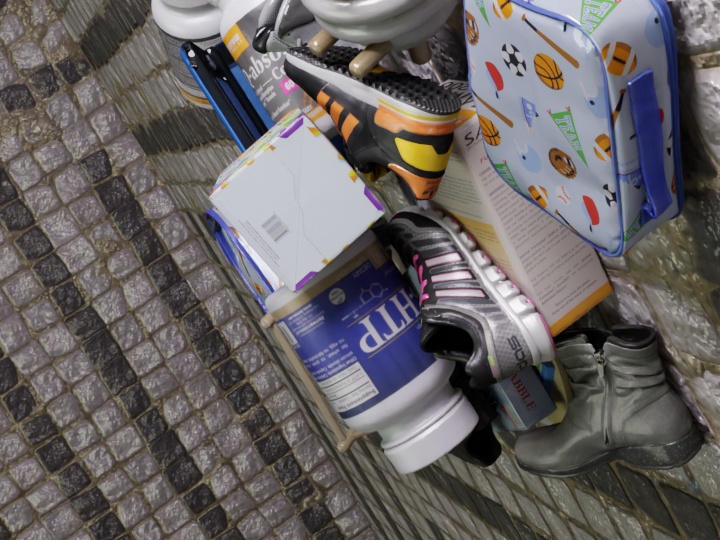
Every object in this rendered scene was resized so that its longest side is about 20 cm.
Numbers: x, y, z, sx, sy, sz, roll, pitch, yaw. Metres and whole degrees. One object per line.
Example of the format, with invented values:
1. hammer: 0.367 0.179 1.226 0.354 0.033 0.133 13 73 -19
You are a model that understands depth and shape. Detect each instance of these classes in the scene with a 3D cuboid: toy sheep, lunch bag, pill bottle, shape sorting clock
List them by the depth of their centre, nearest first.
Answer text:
1. lunch bag: 0.144 -0.109 0.727 0.160 0.075 0.201 40 158 45
2. toy sheep: 0.011 -0.223 0.811 0.138 0.138 0.200 47 172 36
3. pill bottle: 0.016 0.076 0.997 0.201 0.119 0.120 55 167 -3
4. pill bottle: -0.071 -0.229 1.116 0.201 0.116 0.116 57 167 -2
5. shape sorting clock: 0.163 0.066 1.131 0.201 0.039 0.200 57 170 16
6. pill bottle: -0.184 -0.296 1.324 0.117 0.116 0.200 50 165 26
7. lunch bag: -0.094 -0.042 1.517 0.200 0.170 0.124 53 161 9

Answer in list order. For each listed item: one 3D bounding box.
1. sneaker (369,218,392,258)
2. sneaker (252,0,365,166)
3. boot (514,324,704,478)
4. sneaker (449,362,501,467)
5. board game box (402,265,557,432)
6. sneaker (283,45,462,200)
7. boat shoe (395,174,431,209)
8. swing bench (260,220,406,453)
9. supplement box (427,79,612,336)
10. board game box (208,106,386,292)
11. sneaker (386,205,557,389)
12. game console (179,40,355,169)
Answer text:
1. sneaker: 0.000 0.000 1.184 0.201 0.078 0.090 65 172 -22
2. sneaker: -0.041 -0.184 0.991 0.075 0.115 0.202 27 126 60
3. boot: 0.199 0.110 0.979 0.199 0.068 0.131 -17 106 47
4. sneaker: 0.093 0.115 1.099 0.091 0.076 0.201 26 150 50
5. board game box: 0.114 0.075 1.162 0.201 0.041 0.200 59 170 5
6. sneaker: -0.002 -0.120 0.883 0.200 0.070 0.091 32 124 45
7. boat shoe: 0.069 -0.091 1.056 0.201 0.068 0.057 65 165 -4
8. swing bench: 0.002 0.076 1.364 0.200 0.129 0.200 61 -157 -16
9. supplement box: 0.118 -0.056 0.936 0.201 0.073 0.126 61 165 -23
10. board game box: -0.057 -0.069 0.967 0.105 0.103 0.200 49 -177 -11
11. sneaker: 0.072 0.023 0.933 0.200 0.087 0.074 48 165 32
12. game console: -0.082 -0.176 1.179 0.201 0.118 0.171 57 -176 -3
